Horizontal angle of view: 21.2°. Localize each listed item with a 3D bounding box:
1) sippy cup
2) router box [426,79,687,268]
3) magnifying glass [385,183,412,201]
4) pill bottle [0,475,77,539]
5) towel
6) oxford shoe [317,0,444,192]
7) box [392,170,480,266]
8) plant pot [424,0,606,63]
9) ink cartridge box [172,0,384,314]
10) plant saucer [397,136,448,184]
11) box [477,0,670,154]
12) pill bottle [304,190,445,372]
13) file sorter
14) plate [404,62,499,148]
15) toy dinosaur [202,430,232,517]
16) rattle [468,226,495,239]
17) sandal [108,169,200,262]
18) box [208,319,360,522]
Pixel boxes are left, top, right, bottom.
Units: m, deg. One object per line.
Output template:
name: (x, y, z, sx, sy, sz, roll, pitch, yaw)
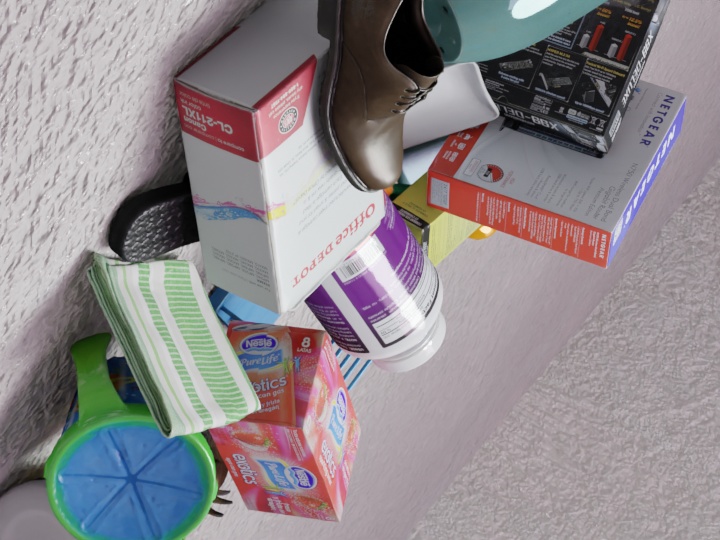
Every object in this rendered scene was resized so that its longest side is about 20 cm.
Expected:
sippy cup: (-0.188, 0.141, 1.576, 0.130, 0.139, 0.178, -103, -150, -62)
router box: (0.181, -0.111, 1.764, 0.049, 0.179, 0.200, 91, 25, -48)
magnifying glass: (0.023, -0.065, 1.783, 0.080, 0.022, 0.200, -44, 158, -4)
pill bottle: (-0.235, 0.224, 1.684, 0.113, 0.112, 0.200, -58, 166, 13)
towel: (-0.146, 0.056, 1.537, 0.023, 0.153, 0.200, -27, 172, 13)
oxford shoe: (0.018, -0.134, 1.407, 0.073, 0.084, 0.201, -45, 145, -37)
box: (0.101, -0.079, 1.816, 0.200, 0.050, 0.075, -42, 151, -30)
plant pot: (0.095, -0.259, 1.513, 0.161, 0.201, 0.201, -38, 162, -16)
ink cartridge box: (-0.059, -0.090, 1.479, 0.146, 0.083, 0.201, -45, 145, -37)
plant saucer: (0.107, -0.142, 1.881, 0.200, 0.027, 0.201, -19, 124, -30)
box: (0.159, -0.214, 1.741, 0.050, 0.199, 0.158, 52, 60, -71)
pill bottle: (0.000, 0.000, 1.675, 0.113, 0.112, 0.200, -51, 135, -17)
file sorter: (-0.044, 0.030, 1.860, 0.139, 0.122, 0.200, -54, 166, -6)
plate: (0.012, -0.138, 1.655, 0.199, 0.032, 0.200, -16, 168, 8)
toy dinosaur: (-0.158, 0.190, 1.849, 0.200, 0.085, 0.136, -75, -177, -80)
rattle: (0.080, -0.119, 1.907, 0.130, 0.143, 0.200, -25, 159, -28)
sandal: (-0.128, -0.059, 1.536, 0.200, 0.048, 0.076, -15, 137, -50)
box: (-0.067, 0.139, 1.746, 0.200, 0.094, 0.103, 74, 25, -57)
